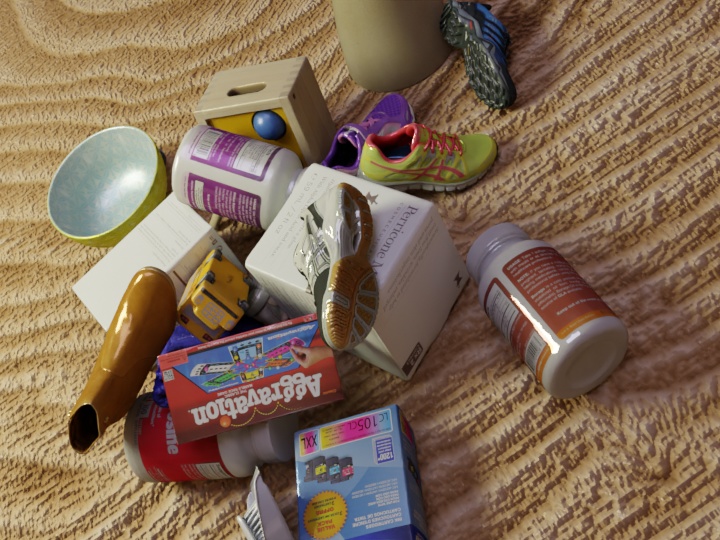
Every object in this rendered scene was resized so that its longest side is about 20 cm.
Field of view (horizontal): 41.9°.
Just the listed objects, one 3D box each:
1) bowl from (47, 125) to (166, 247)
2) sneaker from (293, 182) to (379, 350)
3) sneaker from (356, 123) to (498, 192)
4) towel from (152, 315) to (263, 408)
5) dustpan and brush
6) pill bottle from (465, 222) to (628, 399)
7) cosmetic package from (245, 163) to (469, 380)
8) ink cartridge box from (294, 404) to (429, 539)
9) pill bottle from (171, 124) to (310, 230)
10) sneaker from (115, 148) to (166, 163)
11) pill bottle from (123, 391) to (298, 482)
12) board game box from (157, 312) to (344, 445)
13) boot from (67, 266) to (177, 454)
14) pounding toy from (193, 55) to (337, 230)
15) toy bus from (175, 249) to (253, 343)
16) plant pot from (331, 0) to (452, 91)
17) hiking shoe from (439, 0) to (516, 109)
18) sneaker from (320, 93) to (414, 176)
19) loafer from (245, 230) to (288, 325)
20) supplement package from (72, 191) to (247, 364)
[{"bbox_3d":[-0.375,-0.111,1.463,0.196,0.108,0.204,-10,58,17],"label":"bowl"},{"bbox_3d":[-0.032,0.004,1.040,0.087,0.075,0.203,-23,49,33],"label":"sneaker"},{"bbox_3d":[0.092,-0.159,1.267,0.196,0.091,0.079,-11,51,-6],"label":"sneaker"},{"bbox_3d":[-0.190,0.102,1.184,0.145,0.050,0.200,-17,16,-5],"label":"towel"},{"bbox_3d":[-0.094,0.329,1.034,0.057,0.140,0.202,-26,76,-19],"label":"dustpan and brush"},{"bbox_3d":[0.205,0.039,1.076,0.111,0.113,0.201,-34,49,0],"label":"pill bottle"},{"bbox_3d":[0.000,0.000,1.167,0.198,0.166,0.166,20,69,35],"label":"cosmetic package"},{"bbox_3d":[0.002,0.267,1.040,0.134,0.077,0.203,-18,53,14],"label":"ink cartridge box"},{"bbox_3d":[-0.146,-0.120,1.277,0.196,0.113,0.114,18,64,11],"label":"pill bottle"},{"bbox_3d":[-0.409,-0.189,1.568,0.196,0.066,0.080,-9,50,20],"label":"sneaker"},{"bbox_3d":[-0.181,0.197,1.152,0.196,0.113,0.114,-8,54,20],"label":"pill bottle"},{"bbox_3d":[-0.125,0.123,1.079,0.196,0.019,0.105,-15,84,-3],"label":"board game box"},{"bbox_3d":[-0.277,0.108,1.087,0.070,0.204,0.145,23,31,0],"label":"boot"},{"bbox_3d":[-0.151,-0.181,1.377,0.196,0.186,0.144,-5,43,23],"label":"pounding toy"},{"bbox_3d":[-0.185,0.032,1.187,0.078,0.065,0.200,-48,13,9],"label":"toy bus"},{"bbox_3d":[0.029,-0.412,1.422,0.184,0.201,0.190,-13,51,17],"label":"plant pot"},{"bbox_3d":[0.190,-0.322,1.362,0.085,0.075,0.203,-13,62,-19],"label":"hiking shoe"},{"bbox_3d":[0.007,-0.183,1.346,0.080,0.089,0.202,19,66,36],"label":"sneaker"},{"bbox_3d":[-0.113,-0.001,1.300,0.072,0.063,0.202,-35,28,36],"label":"loafer"},{"bbox_3d":[-0.281,0.015,1.326,0.200,0.118,0.117,-44,51,-9],"label":"supplement package"}]
